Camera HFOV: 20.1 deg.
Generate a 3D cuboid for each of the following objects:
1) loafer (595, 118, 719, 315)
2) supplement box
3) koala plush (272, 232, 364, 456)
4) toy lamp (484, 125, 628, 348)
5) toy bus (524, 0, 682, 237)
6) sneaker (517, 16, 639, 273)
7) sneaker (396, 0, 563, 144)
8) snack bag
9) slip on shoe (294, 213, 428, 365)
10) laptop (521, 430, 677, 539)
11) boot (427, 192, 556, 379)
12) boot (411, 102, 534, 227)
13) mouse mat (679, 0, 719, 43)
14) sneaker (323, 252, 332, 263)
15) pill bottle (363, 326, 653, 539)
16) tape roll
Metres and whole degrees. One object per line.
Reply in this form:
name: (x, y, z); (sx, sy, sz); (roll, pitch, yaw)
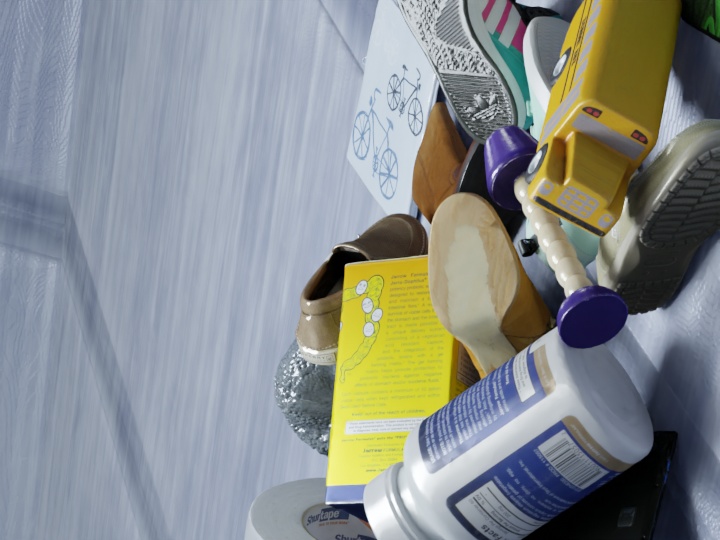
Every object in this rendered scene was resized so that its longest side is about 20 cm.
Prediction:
loafer: (0.206, -0.045, 1.403); (0.200, 0.075, 0.069); (117, 143, -51)
supplement box: (0.049, 0.101, 1.630); (0.109, 0.109, 0.202); (-5, 68, 28)
koala plush: (0.009, 0.068, 1.838); (0.201, 0.182, 0.179); (-97, 19, -58)
toy lamp: (0.135, -0.030, 1.454); (0.201, 0.058, 0.058); (-110, 29, -43)
toy bus: (0.170, -0.118, 1.397); (0.078, 0.065, 0.201); (-53, 13, 44)
sneaker: (0.148, -0.093, 1.566); (0.118, 0.073, 0.202); (-54, 40, 47)
sneaker: (0.103, -0.208, 1.632); (0.083, 0.120, 0.201); (-19, 95, 36)
snack bag: (0.036, -0.160, 1.976); (0.189, 0.021, 0.202); (-123, 40, -58)
slip on shoe: (0.000, 0.000, 1.739); (0.200, 0.075, 0.061); (-50, -43, -44)
laptop: (0.166, 0.233, 1.482); (0.176, 0.103, 0.201); (-11, 52, 45)
boot: (0.105, 0.017, 1.566); (0.144, 0.070, 0.203); (-62, -41, -67)
boot: (0.097, -0.092, 1.772); (0.201, 0.068, 0.190); (-105, 17, -57)
mouse mat: (0.266, -0.247, 1.359); (0.161, 0.007, 0.202); (-129, 44, -62)
sneaker: (-0.016, 0.079, 2.013); (0.100, 0.074, 0.202); (-150, 64, -69)
pill bottle: (0.102, 0.135, 1.456); (0.199, 0.111, 0.112); (-37, 45, 23)
tape roll: (-0.005, 0.254, 1.777); (0.200, 0.198, 0.067); (-130, 45, -62)
